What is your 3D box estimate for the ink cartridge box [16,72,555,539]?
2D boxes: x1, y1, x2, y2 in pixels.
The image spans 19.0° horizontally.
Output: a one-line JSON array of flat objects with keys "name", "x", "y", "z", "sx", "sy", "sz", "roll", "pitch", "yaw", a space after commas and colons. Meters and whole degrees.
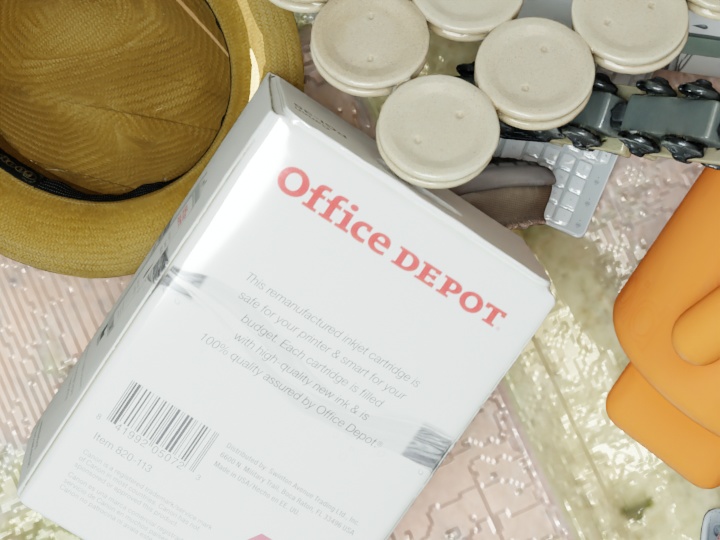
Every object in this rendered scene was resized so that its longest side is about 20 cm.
[{"name": "ink cartridge box", "x": -0.032, "y": 0.041, "z": 0.918, "sx": 0.146, "sy": 0.083, "sz": 0.201, "roll": 32, "pitch": 102, "yaw": -13}]

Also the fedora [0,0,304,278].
[{"name": "fedora", "x": -0.117, "y": -0.094, "z": 0.982, "sx": 0.199, "sy": 0.082, "sz": 0.203, "roll": 1, "pitch": 94, "yaw": 11}]

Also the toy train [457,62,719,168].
[{"name": "toy train", "x": 0.107, "y": -0.067, "z": 0.956, "sx": 0.046, "sy": 0.199, "sz": 0.034, "roll": 21, "pitch": 86, "yaw": -33}]

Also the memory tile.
[{"name": "memory tile", "x": 0.065, "y": -0.129, "z": 0.908, "sx": 0.199, "sy": 0.017, "sz": 0.154, "roll": -30, "pitch": 66, "yaw": -16}]

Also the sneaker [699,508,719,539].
[{"name": "sneaker", "x": 0.144, "y": 0.165, "z": 0.965, "sx": 0.198, "sy": 0.070, "sz": 0.110, "roll": -11, "pitch": 83, "yaw": -15}]

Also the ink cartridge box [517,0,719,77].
[{"name": "ink cartridge box", "x": 0.166, "y": -0.171, "z": 0.995, "sx": 0.198, "sy": 0.084, "sz": 0.147, "roll": 9, "pitch": 62, "yaw": 0}]

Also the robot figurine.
[{"name": "robot figurine", "x": 0.190, "y": 0.002, "z": 0.957, "sx": 0.143, "sy": 0.201, "sz": 0.117, "roll": 14, "pitch": 29, "yaw": -36}]

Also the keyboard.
[{"name": "keyboard", "x": 0.121, "y": -0.115, "z": 1.058, "sx": 0.056, "sy": 0.011, "sz": 0.201, "roll": 24, "pitch": 76, "yaw": 0}]

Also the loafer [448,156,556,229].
[{"name": "loafer", "x": 0.000, "y": 0.000, "z": 0.998, "sx": 0.198, "sy": 0.073, "sz": 0.072, "roll": -19, "pitch": 99, "yaw": -7}]
